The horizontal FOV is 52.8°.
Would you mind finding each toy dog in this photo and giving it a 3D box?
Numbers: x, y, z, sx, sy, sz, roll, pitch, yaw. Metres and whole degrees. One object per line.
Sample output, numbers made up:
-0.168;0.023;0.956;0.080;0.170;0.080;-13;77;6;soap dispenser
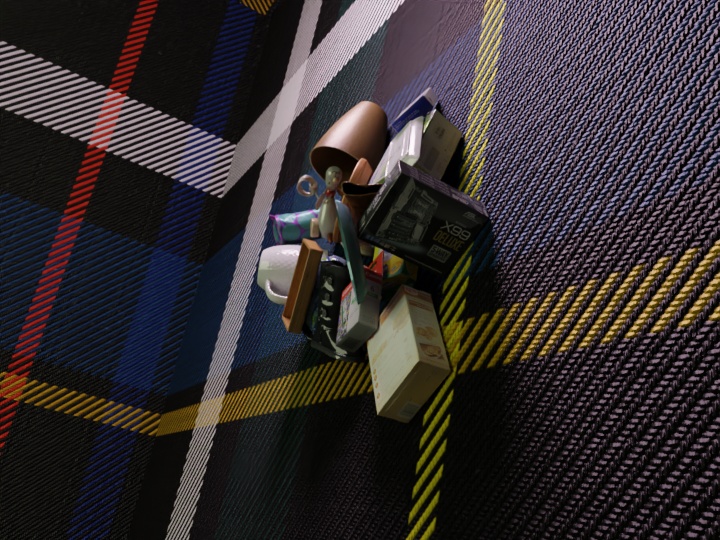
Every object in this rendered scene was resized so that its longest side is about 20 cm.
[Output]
-0.078;-0.151;1.846;0.097;0.129;0.203;-112;6;-56;toy dog

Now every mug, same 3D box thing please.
-0.180;0.021;1.878;0.202;0.171;0.150;-82;3;-55;mug

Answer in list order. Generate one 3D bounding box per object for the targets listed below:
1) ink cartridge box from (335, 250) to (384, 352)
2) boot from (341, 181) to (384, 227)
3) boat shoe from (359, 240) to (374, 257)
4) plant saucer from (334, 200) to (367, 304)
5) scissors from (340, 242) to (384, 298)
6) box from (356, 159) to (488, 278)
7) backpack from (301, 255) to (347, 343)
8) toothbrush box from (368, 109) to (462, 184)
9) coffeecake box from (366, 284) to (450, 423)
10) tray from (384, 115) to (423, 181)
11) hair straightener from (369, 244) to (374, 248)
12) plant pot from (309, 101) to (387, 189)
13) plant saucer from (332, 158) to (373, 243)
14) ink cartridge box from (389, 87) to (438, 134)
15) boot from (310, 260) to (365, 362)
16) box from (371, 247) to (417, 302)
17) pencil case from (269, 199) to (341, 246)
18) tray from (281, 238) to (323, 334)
0.000;0.055;1.509;0.109;0.049;0.203;-49;28;48;ink cartridge box
0.063;-0.130;1.432;0.201;0.184;0.070;79;-161;-69;boot
-0.004;-0.087;1.769;0.200;0.072;0.071;-131;59;-65;boat shoe
-0.016;-0.036;1.393;0.200;0.027;0.205;168;91;-88;plant saucer
0.000;0.000;1.658;0.199;0.014;0.074;33;98;38;scissors
0.114;-0.092;1.347;0.159;0.197;0.050;-54;24;30;box
-0.076;0.066;1.750;0.201;0.153;0.163;-51;20;8;backpack
0.112;-0.232;1.568;0.199;0.085;0.147;-28;30;59;toothbrush box
0.084;0.155;1.371;0.155;0.072;0.202;-57;26;32;coffeecake box
0.084;-0.243;1.480;0.107;0.022;0.202;-46;19;31;tray
0.045;-0.131;1.699;0.040;0.077;0.203;-13;49;29;hair straightener
-0.009;-0.334;1.880;0.186;0.185;0.203;-22;38;60;plant pot
-0.013;-0.156;1.673;0.200;0.037;0.204;20;-91;-86;plant saucer
0.122;-0.355;1.623;0.099;0.039;0.200;-39;8;21;ink cartridge box
-0.039;0.089;1.617;0.163;0.065;0.205;15;97;41;boot
0.077;-0.036;1.563;0.116;0.048;0.204;-24;51;49;box
-0.138;-0.129;1.952;0.085;0.196;0.094;117;135;-67;pencil case
-0.137;0.036;1.707;0.099;0.036;0.204;-134;58;-69;tray
